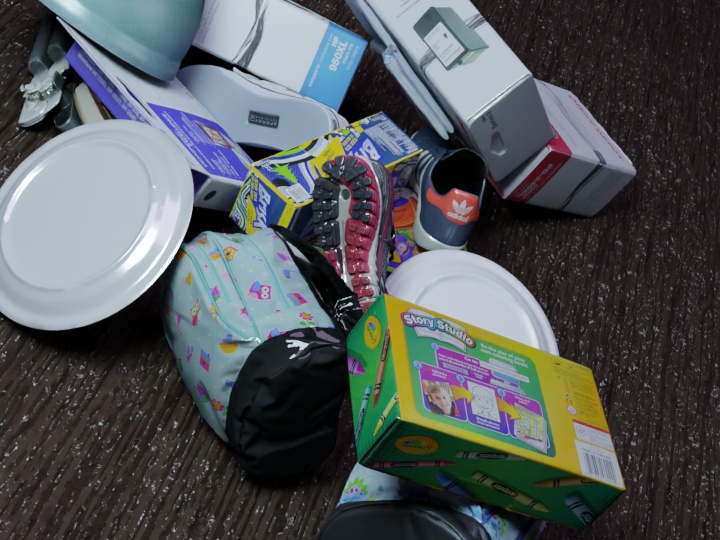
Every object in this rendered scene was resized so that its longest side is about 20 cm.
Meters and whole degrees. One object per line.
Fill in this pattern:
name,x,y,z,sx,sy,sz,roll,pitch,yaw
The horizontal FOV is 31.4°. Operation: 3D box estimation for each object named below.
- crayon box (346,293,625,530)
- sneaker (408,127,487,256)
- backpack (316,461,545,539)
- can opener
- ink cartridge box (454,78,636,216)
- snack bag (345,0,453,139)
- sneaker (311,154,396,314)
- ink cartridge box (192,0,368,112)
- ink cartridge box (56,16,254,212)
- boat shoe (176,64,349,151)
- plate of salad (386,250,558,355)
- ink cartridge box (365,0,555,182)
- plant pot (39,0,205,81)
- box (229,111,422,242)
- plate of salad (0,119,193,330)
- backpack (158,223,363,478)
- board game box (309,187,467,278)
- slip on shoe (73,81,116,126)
crayon box,0.090,0.105,0.940,0.198,0.058,0.120,20,38,-23
sneaker,0.093,-0.101,1.302,0.074,0.085,0.201,16,35,-17
backpack,0.075,0.180,1.020,0.199,0.162,0.156,-10,95,-53
can opener,-0.298,-0.203,1.274,0.067,0.052,0.202,47,27,-39
ink cartridge box,0.204,-0.146,1.459,0.199,0.084,0.146,8,42,-51
snack bag,0.024,-0.232,1.347,0.201,0.021,0.189,53,5,-16
sneaker,0.000,0.000,1.143,0.080,0.203,0.074,10,7,28
ink cartridge box,-0.099,-0.253,1.375,0.198,0.085,0.145,24,10,-8
ink cartridge box,-0.186,-0.138,1.199,0.198,0.043,0.200,48,11,16
boat shoe,-0.097,-0.163,1.314,0.200,0.076,0.086,15,8,24
plate of salad,0.097,0.077,1.204,0.197,0.048,0.203,10,63,-21
ink cartridge box,0.104,-0.209,1.320,0.201,0.084,0.146,56,4,27
plant pot,-0.223,-0.293,1.212,0.199,0.135,0.200,36,10,-7
box,-0.030,-0.083,1.218,0.064,0.070,0.199,42,40,18
plate of salad,-0.226,-0.037,1.069,0.197,0.048,0.202,-9,58,15
backpack,-0.088,0.049,1.052,0.125,0.168,0.201,-1,41,-31
board game box,0.010,-0.033,1.282,0.198,0.045,0.136,15,42,-19
slip on shoe,-0.229,-0.093,1.179,0.076,0.060,0.201,29,26,-58
